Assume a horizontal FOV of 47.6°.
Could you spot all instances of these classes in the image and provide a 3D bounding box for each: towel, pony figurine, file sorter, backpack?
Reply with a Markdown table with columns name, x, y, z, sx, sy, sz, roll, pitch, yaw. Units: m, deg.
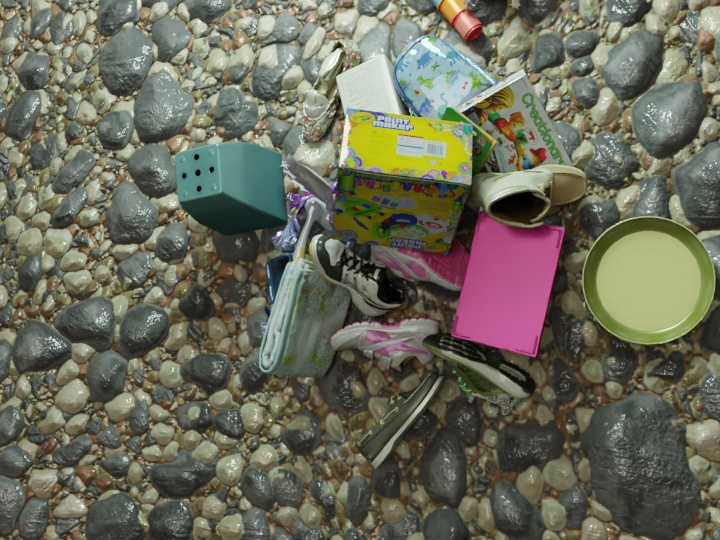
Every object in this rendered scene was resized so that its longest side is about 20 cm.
| name | x | y | z | sx | sy | sz | roll | pitch | yaw |
| --- | --- | --- | --- | --- | --- | --- | --- | --- | --- |
| towel | -0.088 | 0.088 | 1.420 | 0.048 | 0.171 | 0.202 | 19 | 91 | 36 |
| pony figurine | -0.075 | -0.110 | 1.464 | 0.192 | 0.167 | 0.201 | 28 | 92 | -11 |
| file sorter | 0.249 | 0.026 | 1.320 | 0.138 | 0.125 | 0.202 | 13 | 88 | 23 |
| backpack | 0.146 | -0.308 | 1.398 | 0.163 | 0.153 | 0.201 | -43 | 59 | 19 |

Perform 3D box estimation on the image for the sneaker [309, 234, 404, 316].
| name | x | y | z | sx | sy | sz | roll | pitch | yaw |
| --- | --- | --- | --- | --- | --- | --- | --- | --- | --- |
| sneaker | 0.000 | 0.000 | 1.390 | 0.087 | 0.200 | 0.076 | -14 | 46 | 43 |

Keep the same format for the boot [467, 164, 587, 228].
| name | x | y | z | sx | sy | sz | roll | pitch | yaw |
| --- | --- | --- | --- | --- | --- | --- | --- | --- | --- |
| boot | 0.275 | -0.115 | 1.265 | 0.198 | 0.155 | 0.073 | -4 | 107 | -4 |

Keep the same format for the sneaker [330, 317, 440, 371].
| name | x | y | z | sx | sy | sz | roll | pitch | yaw |
| --- | --- | --- | --- | --- | --- | --- | --- | --- | --- |
| sneaker | 0.042 | 0.131 | 1.412 | 0.198 | 0.081 | 0.089 | -5 | 83 | 18 |

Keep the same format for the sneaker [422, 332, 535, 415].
| name | x | y | z | sx | sy | sz | roll | pitch | yaw |
| --- | --- | --- | --- | --- | --- | --- | --- | --- | --- |
| sneaker | 0.184 | 0.177 | 1.349 | 0.199 | 0.077 | 0.089 | 29 | 112 | 8 |

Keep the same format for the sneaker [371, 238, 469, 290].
| name | x | y | z | sx | sy | sz | roll | pitch | yaw |
| --- | --- | --- | --- | --- | --- | --- | --- | --- | --- |
| sneaker | 0.103 | -0.022 | 1.403 | 0.199 | 0.088 | 0.082 | 31 | 60 | 11 |

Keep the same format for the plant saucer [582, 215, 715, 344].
| name | x | y | z | sx | sy | sz | roll | pitch | yaw |
| --- | --- | --- | --- | --- | --- | --- | --- | --- | --- |
| plant saucer | 0.454 | 0.016 | 1.292 | 0.198 | 0.031 | 0.202 | -3 | 83 | 21 |

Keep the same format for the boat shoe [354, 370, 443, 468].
| name | x | y | z | sx | sy | sz | roll | pitch | yaw |
| --- | --- | --- | --- | --- | --- | --- | --- | --- | --- |
| boat shoe | 0.066 | 0.247 | 1.398 | 0.060 | 0.072 | 0.202 | 40 | 103 | 15 |

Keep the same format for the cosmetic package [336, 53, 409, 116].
| name | x | y | z | sx | sy | sz | roll | pitch | yaw |
| --- | --- | --- | --- | --- | --- | --- | --- | --- | --- |
| cosmetic package | 0.032 | -0.267 | 1.442 | 0.103 | 0.073 | 0.202 | -20 | 66 | 19 |

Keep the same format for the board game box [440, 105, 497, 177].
| name | x | y | z | sx | sy | sz | roll | pitch | yaw |
| --- | --- | --- | --- | --- | --- | --- | --- | --- | --- |
| board game box | 0.157 | -0.187 | 1.345 | 0.095 | 0.200 | 0.030 | 40 | 65 | 10 |

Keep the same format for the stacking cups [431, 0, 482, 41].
| name | x | y | z | sx | sy | sz | roll | pitch | yaw |
| --- | --- | --- | --- | --- | --- | --- | --- | --- | --- |
| stacking cups | 0.145 | -0.495 | 1.447 | 0.060 | 0.060 | 0.201 | -40 | 72 | 13 |

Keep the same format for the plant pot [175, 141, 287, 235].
| name | x | y | z | sx | sy | sz | roll | pitch | yaw |
| --- | --- | --- | --- | --- | --- | --- | --- | --- | --- |
| plant pot | -0.243 | -0.157 | 1.491 | 0.140 | 0.200 | 0.143 | -9 | 81 | 19 |

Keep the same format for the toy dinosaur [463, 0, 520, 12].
| name | x | y | z | sx | sy | sz | roll | pitch | yaw |
| --- | --- | --- | --- | --- | --- | --- | --- | --- | --- |
| toy dinosaur | 0.250 | -0.505 | 1.394 | 0.199 | 0.135 | 0.087 | 9 | 127 | 47 |

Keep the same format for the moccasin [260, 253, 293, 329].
| name | x | y | z | sx | sy | sz | roll | pitch | yaw |
| --- | --- | --- | --- | --- | --- | --- | --- | --- | --- |
| moccasin | -0.141 | 0.073 | 1.502 | 0.067 | 0.080 | 0.202 | -9 | 67 | 18 |

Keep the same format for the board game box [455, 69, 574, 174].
| name | x | y | z | sx | sy | sz | roll | pitch | yaw |
| --- | --- | --- | --- | --- | --- | --- | --- | --- | --- |
| board game box | 0.256 | -0.207 | 1.331 | 0.125 | 0.035 | 0.201 | -29 | 113 | 16 |

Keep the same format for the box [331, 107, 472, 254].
| name | x | y | z | sx | sy | sz | roll | pitch | yaw |
| --- | --- | --- | --- | --- | --- | --- | --- | --- | --- |
| box | 0.062 | -0.136 | 1.293 | 0.198 | 0.193 | 0.123 | 8 | 58 | -2 |

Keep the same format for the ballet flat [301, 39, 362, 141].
| name | x | y | z | sx | sy | sz | roll | pitch | yaw |
| --- | --- | --- | --- | --- | --- | --- | --- | --- | --- |
| ballet flat | -0.067 | -0.340 | 1.514 | 0.075 | 0.064 | 0.202 | 27 | 95 | 27 |
